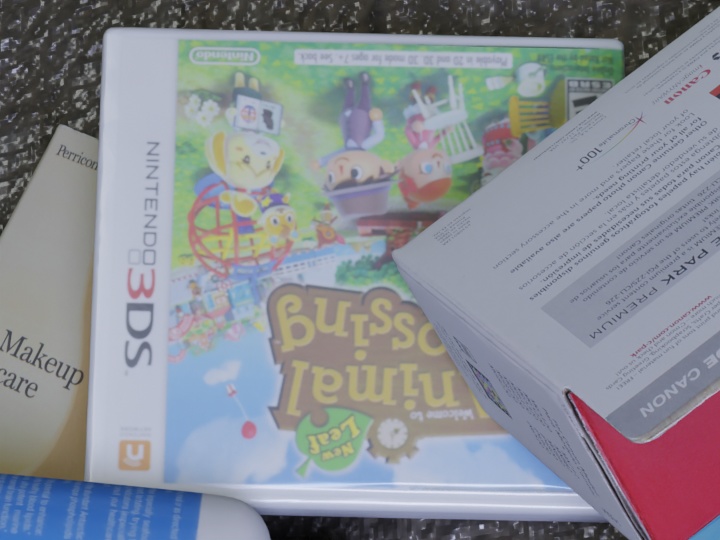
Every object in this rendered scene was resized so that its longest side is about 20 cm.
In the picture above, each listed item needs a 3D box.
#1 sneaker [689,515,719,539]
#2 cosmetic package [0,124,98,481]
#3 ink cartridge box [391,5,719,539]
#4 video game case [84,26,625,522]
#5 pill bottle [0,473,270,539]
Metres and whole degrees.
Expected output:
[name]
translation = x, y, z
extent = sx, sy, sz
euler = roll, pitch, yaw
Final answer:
[sneaker]
translation = 0.147, 0.119, 0.954
extent = 0.200, 0.079, 0.096
euler = -38, 76, 11
[cosmetic package]
translation = -0.111, 0.056, 1.085
extent = 0.105, 0.071, 0.201
euler = 20, 79, 29
[ink cartridge box]
translation = 0.139, -0.006, 0.928
extent = 0.199, 0.084, 0.176
euler = -37, 31, -7
[video game case]
translation = 0.000, 0.000, 1.031
extent = 0.198, 0.022, 0.184
euler = 1, 75, -2
[pill bottle]
translation = -0.090, 0.129, 0.965
extent = 0.198, 0.112, 0.113
euler = 5, 69, -3
